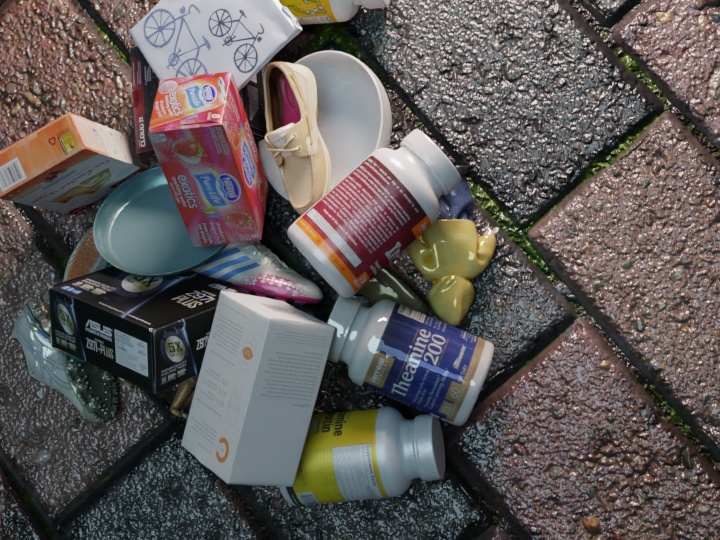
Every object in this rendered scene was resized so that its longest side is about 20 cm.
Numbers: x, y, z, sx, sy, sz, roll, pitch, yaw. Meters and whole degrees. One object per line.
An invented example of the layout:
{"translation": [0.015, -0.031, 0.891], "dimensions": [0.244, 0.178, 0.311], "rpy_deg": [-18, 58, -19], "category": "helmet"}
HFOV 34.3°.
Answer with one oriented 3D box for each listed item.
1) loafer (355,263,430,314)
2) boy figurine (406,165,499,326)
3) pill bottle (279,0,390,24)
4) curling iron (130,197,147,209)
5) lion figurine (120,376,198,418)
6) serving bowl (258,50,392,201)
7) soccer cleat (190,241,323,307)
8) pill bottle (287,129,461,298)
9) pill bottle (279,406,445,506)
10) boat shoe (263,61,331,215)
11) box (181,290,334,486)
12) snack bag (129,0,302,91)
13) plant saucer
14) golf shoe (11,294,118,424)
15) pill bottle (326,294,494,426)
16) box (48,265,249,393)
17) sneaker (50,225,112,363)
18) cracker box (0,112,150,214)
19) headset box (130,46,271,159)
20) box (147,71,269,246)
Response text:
{"translation": [0.000, 0.000, 1.491], "dimensions": [0.200, 0.076, 0.067], "rpy_deg": [45, 98, 11], "category": "loafer"}
{"translation": [0.116, -0.031, 1.470], "dimensions": [0.124, 0.064, 0.201], "rpy_deg": [-6, 88, -12], "category": "boy figurine"}
{"translation": [-0.064, -0.376, 1.513], "dimensions": [0.199, 0.113, 0.113], "rpy_deg": [0, 86, 14], "category": "pill bottle"}
{"translation": [-0.262, -0.008, 1.582], "dimensions": [0.049, 0.026, 0.200], "rpy_deg": [-30, 79, 4], "category": "curling iron"}
{"translation": [-0.244, 0.119, 1.548], "dimensions": [0.200, 0.072, 0.123], "rpy_deg": [25, 83, 19], "category": "lion figurine"}
{"translation": [-0.037, -0.177, 1.504], "dimensions": [0.200, 0.066, 0.201], "rpy_deg": [-5, 81, 34], "category": "serving bowl"}
{"translation": [-0.140, -0.008, 1.529], "dimensions": [0.199, 0.070, 0.087], "rpy_deg": [13, 88, 14], "category": "soccer cleat"}
{"translation": [0.020, -0.071, 1.392], "dimensions": [0.200, 0.113, 0.113], "rpy_deg": [-42, 78, -3], "category": "pill bottle"}
{"translation": [0.000, 0.230, 1.457], "dimensions": [0.199, 0.112, 0.112], "rpy_deg": [-8, 84, 13], "category": "pill bottle"}
{"translation": [-0.088, -0.166, 1.457], "dimensions": [0.074, 0.069, 0.201], "rpy_deg": [-19, 74, 32], "category": "boat shoe"}
{"translation": [-0.124, 0.141, 1.396], "dimensions": [0.124, 0.097, 0.201], "rpy_deg": [24, 100, 53], "category": "box"}
{"translation": [-0.186, -0.304, 1.477], "dimensions": [0.200, 0.021, 0.189], "rpy_deg": [-42, 68, 18], "category": "snack bag"}
{"translation": [-0.251, -0.062, 1.536], "dimensions": [0.199, 0.027, 0.201], "rpy_deg": [-5, 48, 5], "category": "plant saucer"}
{"translation": [-0.406, 0.134, 1.598], "dimensions": [0.097, 0.078, 0.200], "rpy_deg": [-41, 74, 29], "category": "golf shoe"}
{"translation": [0.053, 0.103, 1.420], "dimensions": [0.199, 0.111, 0.111], "rpy_deg": [22, 92, 3], "category": "pill bottle"}
{"translation": [-0.265, 0.062, 1.470], "dimensions": [0.200, 0.164, 0.086], "rpy_deg": [18, 116, 36], "category": "box"}
{"translation": [-0.355, 0.030, 1.585], "dimensions": [0.071, 0.080, 0.201], "rpy_deg": [-4, 63, 37], "category": "sneaker"}
{"translation": [-0.379, -0.135, 1.530], "dimensions": [0.134, 0.200, 0.058], "rpy_deg": [-28, 82, 11], "category": "cracker box"}
{"translation": [-0.216, -0.233, 1.539], "dimensions": [0.199, 0.077, 0.149], "rpy_deg": [-11, 78, 28], "category": "headset box"}
{"translation": [-0.182, -0.133, 1.434], "dimensions": [0.095, 0.200, 0.100], "rpy_deg": [-5, 47, 9], "category": "box"}
